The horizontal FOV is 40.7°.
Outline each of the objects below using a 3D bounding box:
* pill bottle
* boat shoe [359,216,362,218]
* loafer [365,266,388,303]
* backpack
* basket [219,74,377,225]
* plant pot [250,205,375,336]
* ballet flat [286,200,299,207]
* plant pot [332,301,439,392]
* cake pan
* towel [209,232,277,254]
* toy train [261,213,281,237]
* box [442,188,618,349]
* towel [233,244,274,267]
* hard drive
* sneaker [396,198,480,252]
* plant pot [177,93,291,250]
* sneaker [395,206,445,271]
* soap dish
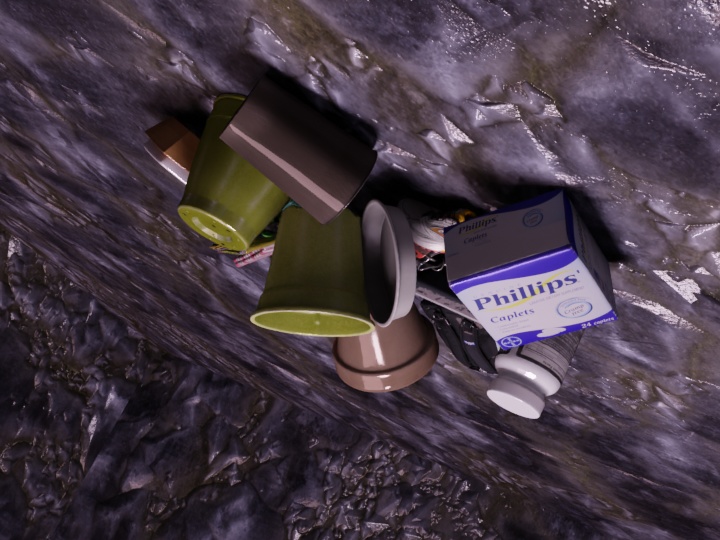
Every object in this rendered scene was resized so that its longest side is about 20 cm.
[{"bbox_3d":[0.292,0.135,1.609,0.116,0.201,0.116,25,163,8],"label":"pill bottle"},{"bbox_3d":[-0.031,-0.064,1.779,0.076,0.072,0.200,48,150,-15],"label":"boat shoe"},{"bbox_3d":[0.000,0.000,1.675,0.200,0.073,0.071,52,171,33],"label":"loafer"},{"bbox_3d":[0.219,0.108,1.777,0.162,0.154,0.201,9,134,35],"label":"backpack"},{"bbox_3d":[-0.095,-0.180,1.422,0.200,0.136,0.180,36,179,-13],"label":"basket"},{"bbox_3d":[-0.070,-0.003,1.561,0.199,0.186,0.200,3,165,1],"label":"plant pot"},{"bbox_3d":[-0.143,-0.125,1.780,0.199,0.067,0.071,1,124,55],"label":"ballet flat"},{"bbox_3d":[0.032,0.090,1.758,0.199,0.200,0.176,13,131,38],"label":"plant pot"},{"bbox_3d":[0.042,-0.013,1.528,0.036,0.202,0.200,-4,170,-17],"label":"cake pan"},{"bbox_3d":[-0.166,-0.069,1.789,0.143,0.199,0.023,4,113,60],"label":"towel"},{"bbox_3d":[-0.150,-0.085,1.665,0.198,0.057,0.042,0,123,-10],"label":"toy train"},{"bbox_3d":[0.240,0.005,1.365,0.183,0.106,0.200,-18,140,25],"label":"box"},{"bbox_3d":[-0.155,-0.054,1.877,0.200,0.146,0.030,-19,93,65],"label":"towel"},{"bbox_3d":[0.159,0.022,1.631,0.199,0.140,0.033,25,119,9],"label":"hard drive"},{"bbox_3d":[0.144,-0.070,1.496,0.199,0.078,0.083,25,135,25],"label":"sneaker"},{"bbox_3d":[-0.195,-0.144,1.563,0.199,0.194,0.201,25,163,8],"label":"plant pot"},{"bbox_3d":[0.095,-0.045,1.593,0.199,0.082,0.077,17,160,31],"label":"sneaker"},{"bbox_3d":[-0.276,-0.181,1.705,0.200,0.081,0.157,38,-179,-31],"label":"soap dish"}]
